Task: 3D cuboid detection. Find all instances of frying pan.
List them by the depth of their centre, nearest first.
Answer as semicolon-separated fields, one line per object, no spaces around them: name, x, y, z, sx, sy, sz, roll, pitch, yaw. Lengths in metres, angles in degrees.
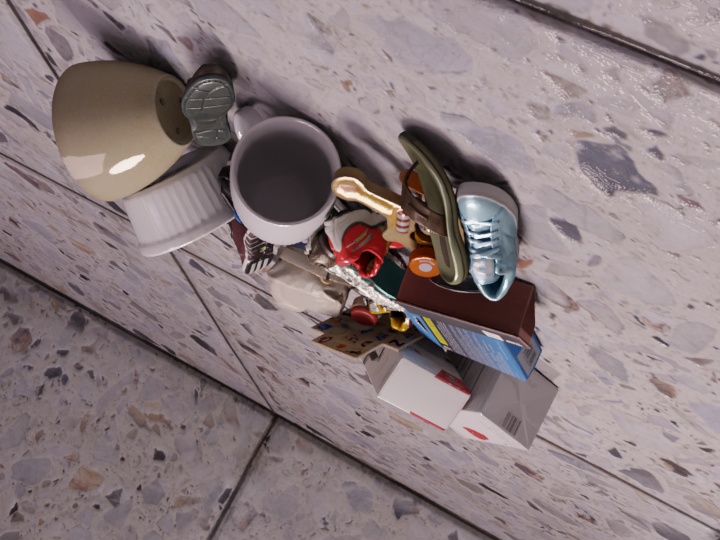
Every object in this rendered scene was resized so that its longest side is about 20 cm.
frying pan;0.148;-0.010;1.567;0.113;0.031;0.190;1;-159;-1

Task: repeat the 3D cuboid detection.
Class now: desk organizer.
desk organizer;0.156;0.042;1.631;0.197;0.078;0.072;16;171;26

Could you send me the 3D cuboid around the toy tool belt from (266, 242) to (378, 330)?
toy tool belt;-0.049;0.005;1.879;0.197;0.124;0.126;17;149;9

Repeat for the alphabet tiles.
alphabet tiles;0.020;0.098;1.894;0.166;0.199;0.008;18;120;37

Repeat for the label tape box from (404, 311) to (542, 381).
label tape box;0.168;0.083;1.759;0.198;0.067;0.144;23;162;35

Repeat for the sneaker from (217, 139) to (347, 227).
sneaker;-0.122;-0.096;1.683;0.199;0.113;0.073;34;164;-8

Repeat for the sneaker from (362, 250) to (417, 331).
sneaker;0.035;0.023;1.789;0.077;0.083;0.200;10;152;52

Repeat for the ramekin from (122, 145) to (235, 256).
ramekin;-0.268;-0.113;1.748;0.199;0.199;0.099;3;124;58

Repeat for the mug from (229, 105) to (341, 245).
mug;-0.117;-0.132;1.557;0.202;0.146;0.175;59;169;8

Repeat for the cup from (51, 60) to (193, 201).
cup;-0.319;-0.211;1.622;0.141;0.203;0.201;-10;144;26

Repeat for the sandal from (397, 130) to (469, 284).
sandal;0.081;-0.069;1.374;0.080;0.057;0.204;-139;30;-66

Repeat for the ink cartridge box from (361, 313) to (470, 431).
ink cartridge box;0.084;0.165;1.929;0.146;0.083;0.200;29;-167;-21

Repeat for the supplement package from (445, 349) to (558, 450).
supplement package;0.216;0.216;1.947;0.121;0.121;0.199;37;163;-22

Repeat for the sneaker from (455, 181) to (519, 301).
sneaker;0.159;-0.030;1.394;0.073;0.083;0.201;-2;150;20

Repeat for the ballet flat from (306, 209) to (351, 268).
ballet flat;-0.030;-0.040;1.620;0.068;0.046;0.200;49;-158;0

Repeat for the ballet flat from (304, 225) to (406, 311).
ballet flat;0.000;0.000;1.715;0.199;0.072;0.072;34;163;-16

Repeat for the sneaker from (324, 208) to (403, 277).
sneaker;0.010;-0.033;1.564;0.076;0.086;0.199;-14;173;28

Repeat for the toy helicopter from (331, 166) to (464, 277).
toy helicopter;0.055;-0.082;1.461;0.198;0.080;0.132;25;143;-19

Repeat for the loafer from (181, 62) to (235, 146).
loafer;-0.207;-0.234;1.535;0.071;0.064;0.200;-4;162;-9

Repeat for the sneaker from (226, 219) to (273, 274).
sneaker;-0.184;-0.089;1.891;0.116;0.075;0.201;58;148;20
